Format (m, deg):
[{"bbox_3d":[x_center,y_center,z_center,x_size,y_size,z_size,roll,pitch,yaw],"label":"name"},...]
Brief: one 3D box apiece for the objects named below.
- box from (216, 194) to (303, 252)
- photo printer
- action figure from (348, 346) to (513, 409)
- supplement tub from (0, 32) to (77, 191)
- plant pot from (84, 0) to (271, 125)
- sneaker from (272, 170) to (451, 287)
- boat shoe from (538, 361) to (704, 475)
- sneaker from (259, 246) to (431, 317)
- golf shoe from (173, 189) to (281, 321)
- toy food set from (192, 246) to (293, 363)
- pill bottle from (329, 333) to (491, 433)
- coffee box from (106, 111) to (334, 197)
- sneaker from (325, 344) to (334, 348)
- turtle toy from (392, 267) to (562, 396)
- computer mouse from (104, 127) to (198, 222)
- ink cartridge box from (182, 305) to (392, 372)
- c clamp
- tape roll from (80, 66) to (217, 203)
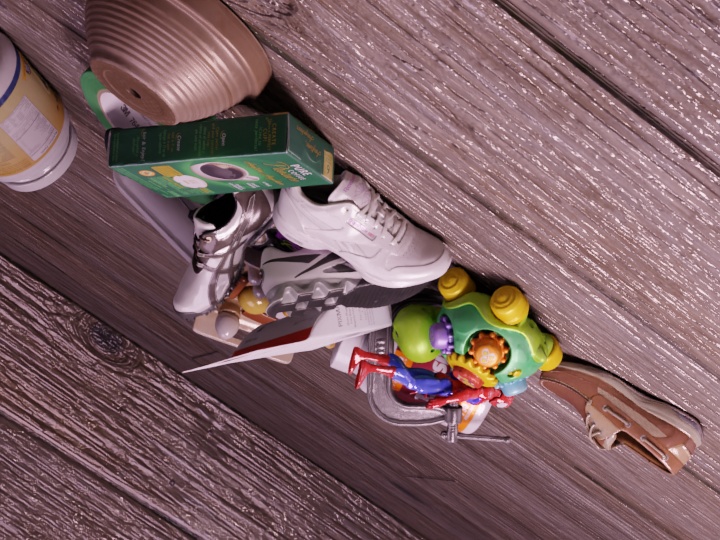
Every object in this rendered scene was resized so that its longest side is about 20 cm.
[{"bbox_3d":[-0.122,-0.075,1.624,0.143,0.036,0.200,46,163,-17],"label":"box"},{"bbox_3d":[-0.234,-0.072,1.740,0.200,0.069,0.166,44,177,13],"label":"photo printer"},{"bbox_3d":[0.086,0.132,1.554,0.199,0.052,0.065,10,-168,-15],"label":"action figure"},{"bbox_3d":[-0.465,-0.203,1.725,0.144,0.145,0.200,24,163,29],"label":"supplement tub"},{"bbox_3d":[-0.192,-0.205,1.276,0.200,0.093,0.201,31,165,9],"label":"plant pot"},{"bbox_3d":[0.004,-0.047,1.415,0.199,0.075,0.100,21,141,1],"label":"sneaker"},{"bbox_3d":[0.287,0.167,1.527,0.199,0.072,0.076,25,163,26],"label":"boat shoe"},{"bbox_3d":[-0.016,-0.006,1.480,0.199,0.089,0.074,-3,152,-23],"label":"sneaker"},{"bbox_3d":[-0.165,-0.032,1.506,0.094,0.200,0.078,26,-157,-37],"label":"golf shoe"},{"bbox_3d":[-0.116,0.051,1.701,0.143,0.061,0.200,21,147,-17],"label":"toy food set"},{"bbox_3d":[0.068,0.118,1.675,0.199,0.113,0.113,22,166,-5],"label":"pill bottle"},{"bbox_3d":[-0.138,-0.114,1.349,0.199,0.044,0.123,-3,167,22],"label":"coffee box"},{"bbox_3d":[-0.059,0.028,1.807,0.087,0.076,0.200,32,157,26],"label":"sneaker"},{"bbox_3d":[0.125,0.075,1.505,0.199,0.101,0.146,19,160,40],"label":"turtle toy"},{"bbox_3d":[-0.226,-0.086,1.549,0.200,0.034,0.059,46,160,-16],"label":"computer mouse"},{"bbox_3d":[-0.086,0.070,1.549,0.199,0.057,0.162,-3,169,-41],"label":"ink cartridge box"},{"bbox_3d":[0.090,0.113,1.607,0.170,0.201,0.027,-3,-167,3],"label":"c clamp"},{"bbox_3d":[-0.224,-0.162,1.502,0.200,0.048,0.201,37,160,15],"label":"tape roll"}]
